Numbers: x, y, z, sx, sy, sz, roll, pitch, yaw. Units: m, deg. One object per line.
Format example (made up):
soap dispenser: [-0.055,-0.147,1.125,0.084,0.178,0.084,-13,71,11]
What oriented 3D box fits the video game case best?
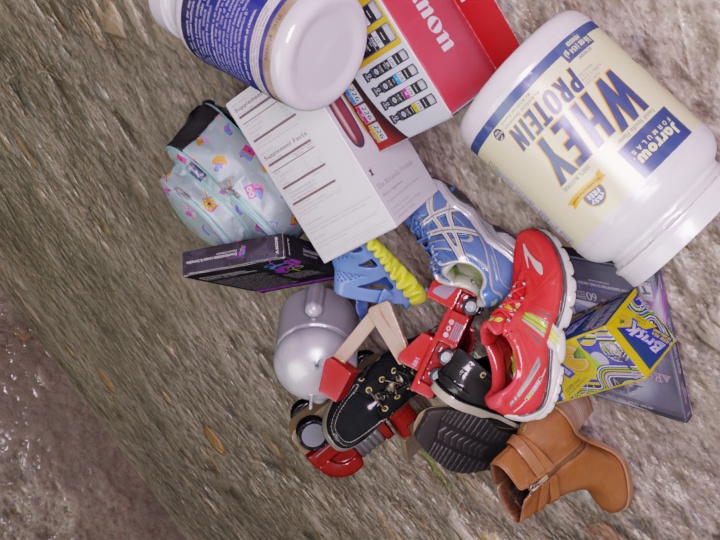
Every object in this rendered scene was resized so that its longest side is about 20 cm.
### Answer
video game case: [0.269,0.066,1.028,0.143,0.019,0.200,13,134,46]

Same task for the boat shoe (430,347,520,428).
boat shoe: [0.161,0.138,1.140,0.074,0.063,0.201,39,-170,39]

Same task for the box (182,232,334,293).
box: [-0.112,-0.007,1.231,0.143,0.200,0.036,-10,81,22]

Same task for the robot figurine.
robot figurine: [-0.060,0.100,1.335,0.113,0.200,0.170,-4,122,2]

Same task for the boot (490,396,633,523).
boot: [0.237,0.247,1.138,0.077,0.155,0.200,7,131,49]

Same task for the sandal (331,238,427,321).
sandal: [0.000,0.000,1.176,0.200,0.087,0.080,46,-177,-34]

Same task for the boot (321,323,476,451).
boot: [0.048,0.139,1.228,0.074,0.204,0.154,51,146,-3]

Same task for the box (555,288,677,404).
box: [0.231,0.089,1.022,0.070,0.064,0.200,51,151,-3]

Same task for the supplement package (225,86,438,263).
supplement package: [-0.028,-0.131,1.035,0.109,0.114,0.200,-26,101,37]

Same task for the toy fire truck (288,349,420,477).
toy fire truck: [0.013,0.239,1.432,0.200,0.176,0.129,51,178,-16]

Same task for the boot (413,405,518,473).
boot: [0.120,0.183,1.192,0.200,0.078,0.138,25,-168,-35]

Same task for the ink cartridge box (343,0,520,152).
ink cartridge box: [0.036,-0.237,0.924,0.200,0.084,0.175,56,150,-10]

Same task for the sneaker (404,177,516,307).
sneaker: [0.098,-0.035,1.079,0.200,0.077,0.076,37,150,26]

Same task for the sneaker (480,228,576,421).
sneaker: [0.162,0.050,0.976,0.085,0.201,0.077,10,166,-24]

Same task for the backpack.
backpack: [-0.157,-0.100,1.264,0.200,0.153,0.176,33,168,0]

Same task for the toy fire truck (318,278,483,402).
toy fire truck: [0.050,0.082,1.157,0.141,0.200,0.049,25,-177,13]

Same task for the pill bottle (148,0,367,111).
pill bottle: [-0.101,-0.236,0.908,0.200,0.116,0.116,31,146,31]

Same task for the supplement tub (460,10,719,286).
supplement tub: [0.198,-0.099,0.804,0.200,0.145,0.145,45,150,7]
